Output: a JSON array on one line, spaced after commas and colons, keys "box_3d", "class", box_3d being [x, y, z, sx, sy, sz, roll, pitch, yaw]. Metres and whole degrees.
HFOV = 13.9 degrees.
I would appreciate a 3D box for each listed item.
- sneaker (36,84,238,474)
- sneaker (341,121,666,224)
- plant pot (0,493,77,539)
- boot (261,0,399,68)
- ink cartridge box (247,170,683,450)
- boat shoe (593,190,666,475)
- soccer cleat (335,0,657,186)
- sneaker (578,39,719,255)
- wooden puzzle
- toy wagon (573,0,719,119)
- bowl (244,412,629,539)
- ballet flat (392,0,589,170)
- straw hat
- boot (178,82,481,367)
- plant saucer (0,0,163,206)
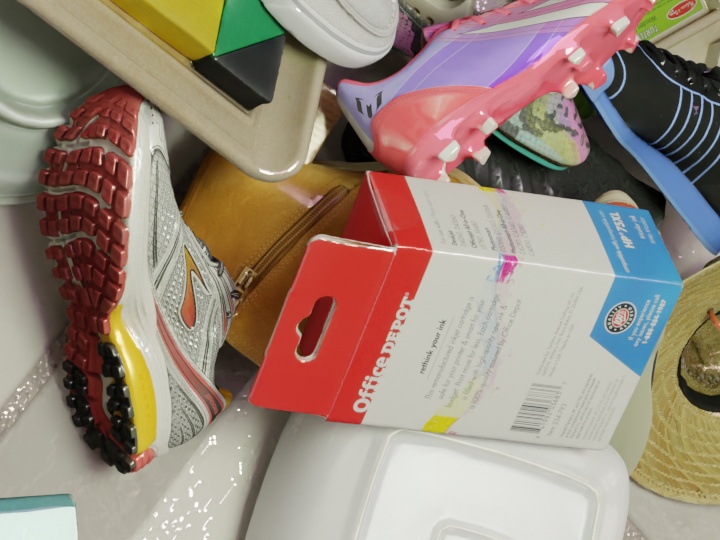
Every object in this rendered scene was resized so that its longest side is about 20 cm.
[{"box_3d": [-0.108, -0.002, 1.473, 0.082, 0.078, 0.200, -23, 124, -33], "class": "sneaker"}, {"box_3d": [0.081, -0.056, 1.649, 0.200, 0.060, 0.104, 36, 53, -20], "class": "sneaker"}, {"box_3d": [-0.245, 0.174, 1.341, 0.200, 0.141, 0.142, 2, 84, -26], "class": "plant pot"}, {"box_3d": [-0.020, -0.191, 1.433, 0.200, 0.096, 0.074, 53, 42, -23], "class": "boot"}, {"box_3d": [0.046, 0.020, 1.487, 0.200, 0.116, 0.067, 8, 36, -21], "class": "ink cartridge box"}, {"box_3d": [0.125, 0.051, 1.620, 0.071, 0.063, 0.200, 1, 127, -15], "class": "boat shoe"}, {"box_3d": [0.076, -0.115, 1.526, 0.076, 0.067, 0.200, 43, 60, 16], "class": "soccer cleat"}, {"box_3d": [0.179, -0.094, 1.655, 0.078, 0.070, 0.200, -38, 129, 8], "class": "sneaker"}, {"box_3d": [-0.086, -0.165, 1.444, 0.200, 0.037, 0.185, 33, 52, -32], "class": "wooden puzzle"}, {"box_3d": [0.170, -0.141, 1.732, 0.155, 0.040, 0.200, -29, 102, -34], "class": "toy wagon"}, {"box_3d": [0.043, 0.155, 1.544, 0.200, 0.075, 0.200, 19, 83, -14], "class": "bowl"}, {"box_3d": [0.053, -0.133, 1.591, 0.200, 0.071, 0.069, 35, 27, -4], "class": "ballet flat"}, {"box_3d": [0.225, 0.036, 1.710, 0.201, 0.201, 0.085, 29, 27, -30], "class": "straw hat"}, {"box_3d": [0.000, 0.000, 1.547, 0.201, 0.071, 0.144, 32, 91, -7], "class": "boot"}, {"box_3d": [-0.161, -0.126, 1.451, 0.200, 0.050, 0.200, -9, 108, -30], "class": "plant saucer"}]
